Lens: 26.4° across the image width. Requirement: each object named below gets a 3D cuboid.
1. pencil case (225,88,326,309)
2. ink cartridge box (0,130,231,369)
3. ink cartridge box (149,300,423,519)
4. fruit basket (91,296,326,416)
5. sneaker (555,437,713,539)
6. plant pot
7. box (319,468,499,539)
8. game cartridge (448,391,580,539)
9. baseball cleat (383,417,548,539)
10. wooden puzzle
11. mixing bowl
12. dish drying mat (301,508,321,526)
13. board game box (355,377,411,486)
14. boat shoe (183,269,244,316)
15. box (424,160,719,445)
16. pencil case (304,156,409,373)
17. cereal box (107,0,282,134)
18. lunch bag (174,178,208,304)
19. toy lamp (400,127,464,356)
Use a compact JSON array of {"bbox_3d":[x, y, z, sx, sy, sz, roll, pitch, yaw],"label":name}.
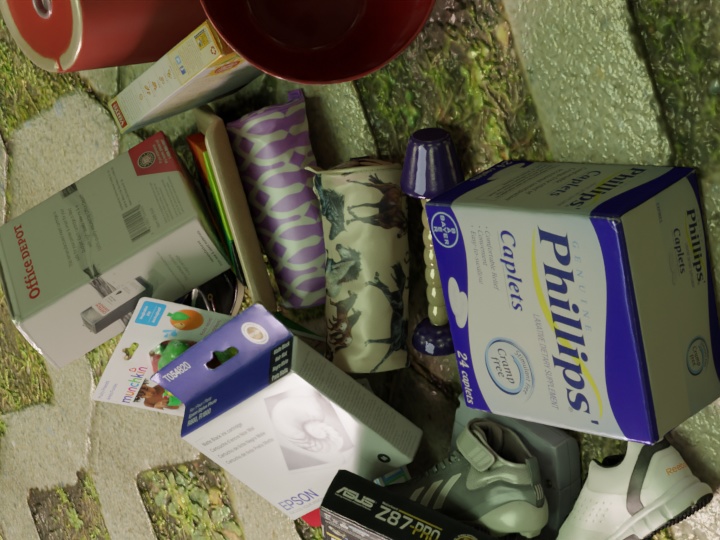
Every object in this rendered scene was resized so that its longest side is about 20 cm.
[{"bbox_3d":[-0.058,-0.061,1.436,0.084,0.085,0.201,0,111,56],"label":"pencil case"},{"bbox_3d":[-0.241,-0.020,1.472,0.085,0.199,0.146,60,-179,-44],"label":"ink cartridge box"},{"bbox_3d":[-0.077,0.136,1.408,0.200,0.041,0.199,39,138,-16],"label":"ink cartridge box"},{"bbox_3d":[-0.143,0.103,1.495,0.185,0.199,0.094,125,146,-46],"label":"fruit basket"},{"bbox_3d":[0.210,0.200,1.290,0.200,0.073,0.080,-47,67,43],"label":"sneaker"},{"bbox_3d":[-0.232,-0.276,1.445,0.200,0.177,0.202,26,129,38],"label":"plant pot"},{"bbox_3d":[0.062,0.267,1.377,0.199,0.049,0.162,22,149,16],"label":"box"},{"bbox_3d":[0.136,0.206,1.400,0.133,0.041,0.201,36,135,36],"label":"game cartridge"},{"bbox_3d":[0.089,0.183,1.374,0.199,0.069,0.107,-2,95,45],"label":"baseball cleat"},{"bbox_3d":[-0.128,-0.062,1.472,0.200,0.037,0.186,-126,20,-75],"label":"wooden puzzle"},{"bbox_3d":[-0.041,-0.242,1.257,0.201,0.199,0.108,64,171,0],"label":"mixing bowl"},{"bbox_3d":[-0.033,0.218,1.555,0.077,0.018,0.200,62,155,4],"label":"dish drying mat"},{"bbox_3d":[0.008,0.208,1.525,0.201,0.034,0.134,66,156,-3],"label":"board game box"},{"bbox_3d":[-0.173,0.073,1.664,0.074,0.063,0.202,36,136,28],"label":"boat shoe"},{"bbox_3d":[0.167,0.019,1.203,0.199,0.105,0.185,6,115,47],"label":"box"},{"bbox_3d":[0.000,0.000,1.378,0.089,0.078,0.201,5,102,35],"label":"pencil case"},{"bbox_3d":[-0.126,-0.191,1.396,0.200,0.143,0.040,-24,91,51],"label":"cereal box"},{"bbox_3d":[-0.240,-0.028,1.610,0.199,0.161,0.083,8,147,45],"label":"lunch bag"},{"bbox_3d":[0.065,-0.026,1.338,0.058,0.058,0.201,23,128,40],"label":"toy lamp"}]
